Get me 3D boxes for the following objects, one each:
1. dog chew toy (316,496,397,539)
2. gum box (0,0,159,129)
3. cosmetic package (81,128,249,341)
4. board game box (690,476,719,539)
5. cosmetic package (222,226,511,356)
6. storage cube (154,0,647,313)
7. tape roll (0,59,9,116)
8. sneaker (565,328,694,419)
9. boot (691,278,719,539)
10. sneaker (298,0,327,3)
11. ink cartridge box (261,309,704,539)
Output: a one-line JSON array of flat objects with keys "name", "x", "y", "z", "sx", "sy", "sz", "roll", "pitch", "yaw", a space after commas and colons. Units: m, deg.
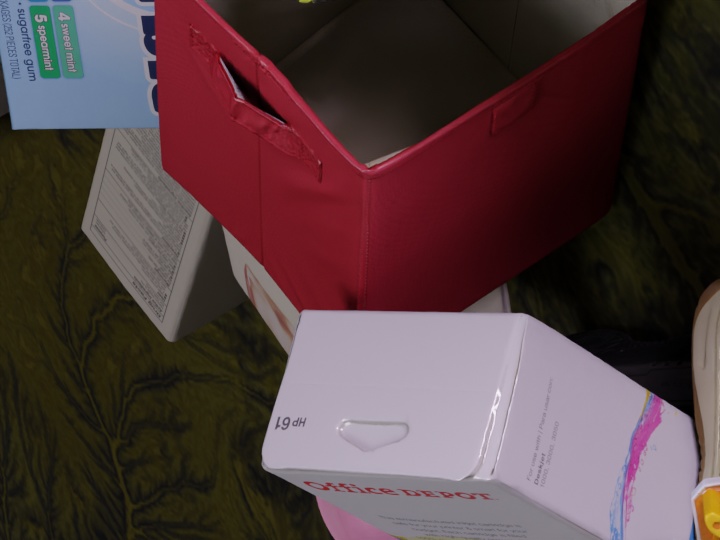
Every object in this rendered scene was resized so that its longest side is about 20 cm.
[{"name": "dog chew toy", "x": 0.064, "y": 0.111, "z": 1.650, "sx": 0.200, "sy": 0.124, "sz": 0.125, "roll": -7, "pitch": 110, "yaw": 51}, {"name": "gum box", "x": -0.101, "y": -0.157, "z": 1.616, "sx": 0.045, "sy": 0.199, "sz": 0.171, "roll": -82, "pitch": -10, "yaw": -52}, {"name": "cosmetic package", "x": -0.101, "y": -0.058, "z": 1.810, "sx": 0.104, "sy": 0.073, "sz": 0.200, "roll": 51, "pitch": 151, "yaw": 18}, {"name": "board game box", "x": 0.259, "y": 0.171, "z": 1.322, "sx": 0.026, "sy": 0.199, "sz": 0.201, "roll": -80, "pitch": -20, "yaw": -61}, {"name": "cosmetic package", "x": 0.000, "y": 0.000, "z": 1.606, "sx": 0.200, "sy": 0.103, "sz": 0.088, "roll": -125, "pitch": 22, "yaw": -56}, {"name": "storage cube", "x": 0.018, "y": -0.091, "z": 1.460, "sx": 0.171, "sy": 0.200, "sz": 0.180, "roll": 46, "pitch": 155, "yaw": 25}, {"name": "tape roll", "x": -0.280, "y": -0.200, "z": 1.842, "sx": 0.203, "sy": 0.202, "sz": 0.139, "roll": 48, "pitch": 149, "yaw": 23}, {"name": "sneaker", "x": 0.159, "y": 0.087, "z": 1.520, "sx": 0.199, "sy": 0.060, "sz": 0.105, "roll": -3, "pitch": 110, "yaw": 53}, {"name": "boot", "x": 0.230, "y": 0.101, "z": 1.363, "sx": 0.154, "sy": 0.072, "sz": 0.201, "roll": -2, "pitch": 96, "yaw": 48}, {"name": "sneaker", "x": 0.046, "y": -0.179, "z": 1.361, "sx": 0.077, "sy": 0.199, "sz": 0.076, "roll": -97, "pitch": 1, "yaw": -55}, {"name": "ink cartridge box", "x": 0.072, "y": 0.091, "z": 1.413, "sx": 0.144, "sy": 0.085, "sz": 0.200, "roll": 0, "pitch": 159, "yaw": 41}]
